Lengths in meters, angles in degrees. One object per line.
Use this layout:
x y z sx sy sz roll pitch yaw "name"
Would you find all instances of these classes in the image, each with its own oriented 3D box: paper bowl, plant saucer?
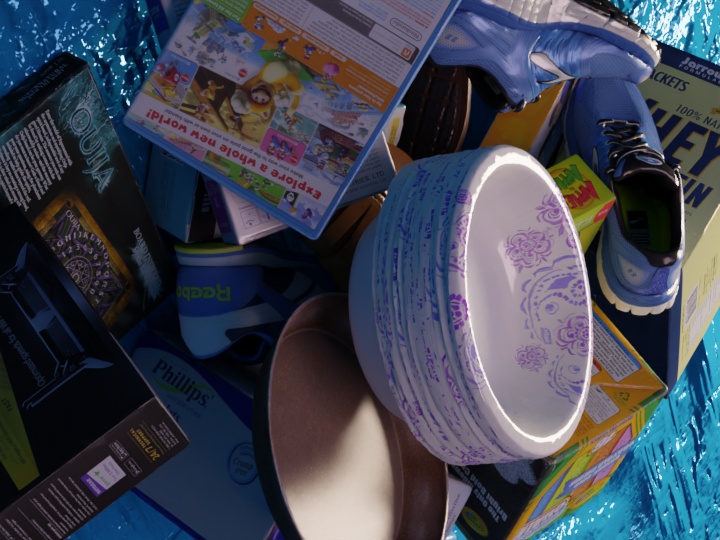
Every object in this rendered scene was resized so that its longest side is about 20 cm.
0.066 0.025 1.280 0.200 0.104 0.202 23 64 -58 "paper bowl"
-0.010 0.115 1.262 0.200 0.034 0.201 33 49 -48 "plant saucer"

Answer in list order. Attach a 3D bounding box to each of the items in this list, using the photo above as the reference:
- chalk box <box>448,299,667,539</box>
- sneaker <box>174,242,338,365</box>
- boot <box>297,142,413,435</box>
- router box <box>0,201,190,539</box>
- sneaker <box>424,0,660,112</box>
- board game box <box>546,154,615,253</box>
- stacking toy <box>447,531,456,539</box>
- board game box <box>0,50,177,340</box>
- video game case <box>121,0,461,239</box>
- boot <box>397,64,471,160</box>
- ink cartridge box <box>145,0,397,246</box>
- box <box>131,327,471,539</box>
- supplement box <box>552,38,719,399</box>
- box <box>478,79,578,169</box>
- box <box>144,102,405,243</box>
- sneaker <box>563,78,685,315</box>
0.117 0.121 1.473 0.124 0.125 0.200 -28 158 -30 "chalk box"
-0.065 0.027 1.387 0.200 0.074 0.083 10 80 -56 "sneaker"
0.000 0.000 1.353 0.155 0.076 0.201 43 57 -47 "boot"
-0.211 0.073 1.135 0.157 0.200 0.052 -37 138 -6 "router box"
0.114 -0.153 1.328 0.199 0.079 0.089 10 117 -35 "sneaker"
0.107 0.010 1.472 0.101 0.048 0.200 -27 156 -33 "board game box"
0.021 0.120 1.563 0.110 0.116 0.201 5 97 -54 "stacking toy"
-0.196 -0.022 1.262 0.135 0.028 0.201 -43 138 -25 "board game box"
-0.037 -0.141 1.227 0.201 0.143 0.018 -59 -176 3 "video game case"
0.049 -0.084 1.499 0.097 0.074 0.201 -21 127 -71 "boot"
-0.061 -0.129 1.273 0.119 0.042 0.201 -20 98 -20 "ink cartridge box"
-0.056 0.142 1.402 0.200 0.184 0.105 23 95 -52 "box"
0.238 -0.043 1.619 0.200 0.134 0.200 -57 159 -22 "supplement box"
0.120 -0.084 1.523 0.119 0.041 0.201 89 25 -60 "box"
-0.057 -0.077 1.376 0.199 0.049 0.083 -11 119 -46 "box"
0.205 -0.073 1.467 0.078 0.201 0.089 -5 153 -13 "sneaker"
